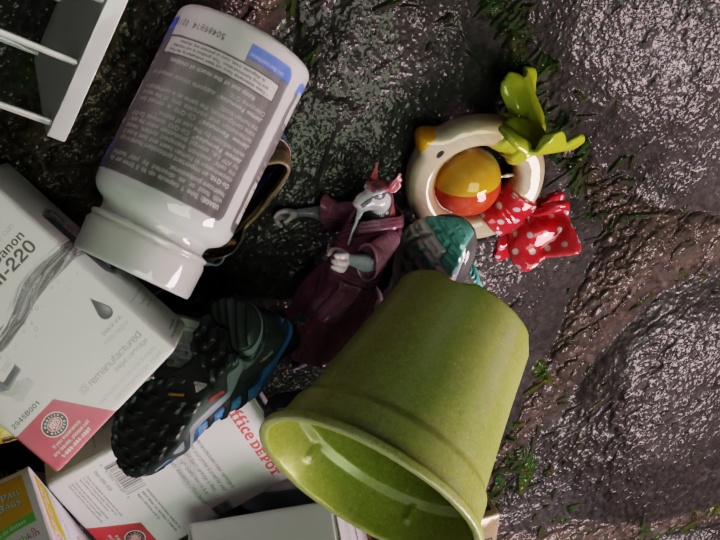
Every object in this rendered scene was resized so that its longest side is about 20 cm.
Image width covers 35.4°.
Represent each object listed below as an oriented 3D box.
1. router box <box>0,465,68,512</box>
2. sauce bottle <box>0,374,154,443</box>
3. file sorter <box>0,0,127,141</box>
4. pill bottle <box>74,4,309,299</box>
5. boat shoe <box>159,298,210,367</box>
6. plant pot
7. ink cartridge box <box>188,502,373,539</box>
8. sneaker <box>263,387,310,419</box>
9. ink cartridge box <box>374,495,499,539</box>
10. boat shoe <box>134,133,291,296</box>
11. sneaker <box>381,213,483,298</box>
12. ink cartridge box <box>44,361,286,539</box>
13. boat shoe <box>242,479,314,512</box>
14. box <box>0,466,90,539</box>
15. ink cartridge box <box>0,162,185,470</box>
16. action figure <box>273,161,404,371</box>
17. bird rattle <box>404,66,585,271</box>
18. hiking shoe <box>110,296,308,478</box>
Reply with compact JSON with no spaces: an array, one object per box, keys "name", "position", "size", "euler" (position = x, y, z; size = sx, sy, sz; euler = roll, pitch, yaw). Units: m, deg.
[{"name":"router box","position":[-0.392,0.262,1.036],"size":[0.200,0.052,0.157],"euler":[-47,146,13]},{"name":"sauce bottle","position":[-0.283,0.113,1.001],"size":[0.199,0.066,0.066],"euler":[-13,127,-12]},{"name":"file sorter","position":[-0.224,-0.220,0.753],"size":[0.124,0.139,0.200],"euler":[18,114,-28]},{"name":"pill bottle","position":[-0.130,-0.087,0.854],"size":[0.114,0.114,0.200],"euler":[30,83,-35]},{"name":"boat shoe","position":[-0.187,0.060,0.985],"size":[0.201,0.074,0.065],"euler":[11,96,-20]},{"name":"plant pot","position":[0.048,0.108,0.938],"size":[0.184,0.200,0.201],"euler":[-58,135,-27]},{"name":"ink cartridge box","position":[-0.070,0.283,1.113],"size":[0.146,0.083,0.200],"euler":[-10,163,6]},{"name":"sneaker","position":[0.003,0.124,1.062],"size":[0.199,0.085,0.075],"euler":[5,145,-21]},{"name":"ink cartridge box","position":[0.073,0.282,1.201],"size":[0.075,0.165,0.201],"euler":[-11,127,-18]},{"name":"boat shoe","position":[-0.136,-0.043,0.950],"size":[0.072,0.072,0.200],"euler":[31,108,-37]},{"name":"sneaker","position":[0.079,0.004,1.055],"size":[0.091,0.078,0.200],"euler":[-18,158,-24]},{"name":"ink cartridge box","position":[-0.178,0.171,1.073],"size":[0.200,0.084,0.145],"euler":[-28,128,0]},{"name":"boat shoe","position":[-0.041,0.189,1.151],"size":[0.202,0.086,0.075],"euler":[-28,133,36]},{"name":"box","position":[-0.296,0.277,0.995],"size":[0.112,0.101,0.200],"euler":[-25,146,-10]},{"name":"ink cartridge box","position":[-0.262,0.035,0.892],"size":[0.200,0.085,0.146],"euler":[43,95,-9]},{"name":"action figure","position":[0.000,0.000,0.998],"size":[0.149,0.134,0.200],"euler":[12,120,-30]},{"name":"bird rattle","position":[0.120,-0.085,1.038],"size":[0.162,0.113,0.200],"euler":[-5,138,-5]},{"name":"hiking shoe","position":[-0.127,0.108,0.942],"size":[0.200,0.075,0.087],"euler":[-44,147,22]}]
